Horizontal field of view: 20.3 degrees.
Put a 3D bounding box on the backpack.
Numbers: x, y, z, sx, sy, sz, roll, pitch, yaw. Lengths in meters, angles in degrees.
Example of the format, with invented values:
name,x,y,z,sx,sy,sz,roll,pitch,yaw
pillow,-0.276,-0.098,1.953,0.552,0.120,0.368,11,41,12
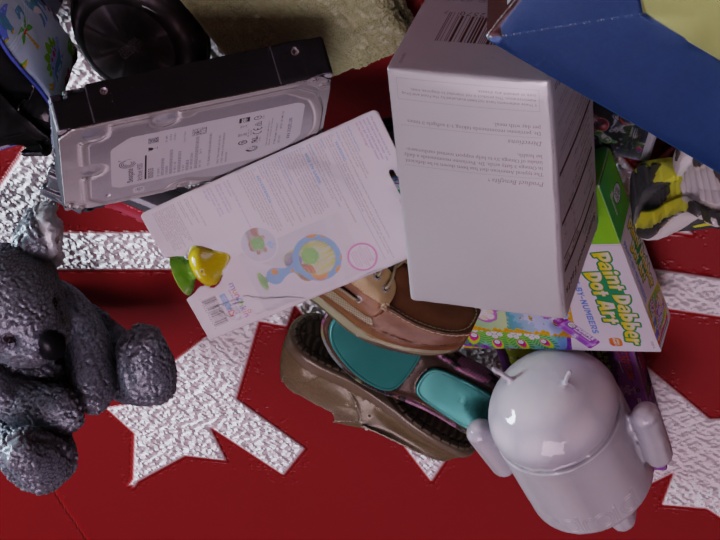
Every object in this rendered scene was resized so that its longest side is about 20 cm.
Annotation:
name,x,y,z,sx,sy,sz,roll,pitch,yaw
backpack,-0.315,-0.185,1.442,0.182,0.148,0.200,-6,146,16

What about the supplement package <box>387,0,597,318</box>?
name,x,y,z,sx,sy,sz,roll,pitch,yaw
supplement package,0.097,-0.083,1.409,0.116,0.118,0.201,7,129,17

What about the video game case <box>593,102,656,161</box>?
name,x,y,z,sx,sy,sz,roll,pitch,yaw
video game case,0.140,-0.169,1.439,0.181,0.023,0.201,12,140,2

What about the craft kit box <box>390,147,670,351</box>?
name,x,y,z,sx,sy,sz,roll,pitch,yaw
craft kit box,0.127,-0.013,1.592,0.196,0.049,0.200,-2,138,25

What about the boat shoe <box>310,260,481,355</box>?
name,x,y,z,sx,sy,sz,roll,pitch,yaw
boat shoe,0.000,0.000,1.578,0.199,0.076,0.074,24,144,3

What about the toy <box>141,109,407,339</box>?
name,x,y,z,sx,sy,sz,roll,pitch,yaw
toy,-0.052,-0.038,1.523,0.199,0.047,0.116,-24,109,11

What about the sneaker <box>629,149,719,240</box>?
name,x,y,z,sx,sy,sz,roll,pitch,yaw
sneaker,0.269,-0.068,1.451,0.084,0.075,0.200,-8,179,-21

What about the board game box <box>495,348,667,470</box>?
name,x,y,z,sx,sy,sz,roll,pitch,yaw
board game box,0.193,0.108,1.746,0.119,0.032,0.200,1,140,21

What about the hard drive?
name,x,y,z,sx,sy,sz,roll,pitch,yaw
hard drive,-0.123,-0.103,1.451,0.199,0.038,0.140,-12,160,-12

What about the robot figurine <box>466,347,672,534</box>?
name,x,y,z,sx,sy,sz,roll,pitch,yaw
robot figurine,0.176,0.142,1.680,0.169,0.113,0.200,-11,136,23

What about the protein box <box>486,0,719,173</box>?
name,x,y,z,sx,sy,sz,roll,pitch,yaw
protein box,0.195,-0.197,1.233,0.198,0.201,0.135,27,128,-17

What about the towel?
name,x,y,z,sx,sy,sz,roll,pitch,yaw
towel,-0.061,-0.210,1.435,0.148,0.037,0.200,-19,130,33

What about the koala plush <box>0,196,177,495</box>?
name,x,y,z,sx,sy,sz,roll,pitch,yaw
koala plush,-0.285,0.047,1.684,0.184,0.177,0.200,41,165,36

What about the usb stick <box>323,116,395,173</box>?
name,x,y,z,sx,sy,sz,roll,pitch,yaw
usb stick,-0.029,-0.086,1.560,0.199,0.033,0.055,-9,150,32

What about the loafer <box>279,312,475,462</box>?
name,x,y,z,sx,sy,sz,roll,pitch,yaw
loafer,0.014,0.106,1.764,0.199,0.076,0.067,33,140,-10

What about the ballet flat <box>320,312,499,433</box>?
name,x,y,z,sx,sy,sz,roll,pitch,yaw
ballet flat,0.043,0.076,1.717,0.199,0.071,0.069,30,108,-23

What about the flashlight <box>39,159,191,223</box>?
name,x,y,z,sx,sy,sz,roll,pitch,yaw
flashlight,-0.161,-0.044,1.639,0.199,0.068,0.068,21,173,-7

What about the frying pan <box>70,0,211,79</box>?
name,x,y,z,sx,sy,sz,roll,pitch,yaw
frying pan,-0.153,-0.146,1.522,0.114,0.031,0.191,-8,125,29
